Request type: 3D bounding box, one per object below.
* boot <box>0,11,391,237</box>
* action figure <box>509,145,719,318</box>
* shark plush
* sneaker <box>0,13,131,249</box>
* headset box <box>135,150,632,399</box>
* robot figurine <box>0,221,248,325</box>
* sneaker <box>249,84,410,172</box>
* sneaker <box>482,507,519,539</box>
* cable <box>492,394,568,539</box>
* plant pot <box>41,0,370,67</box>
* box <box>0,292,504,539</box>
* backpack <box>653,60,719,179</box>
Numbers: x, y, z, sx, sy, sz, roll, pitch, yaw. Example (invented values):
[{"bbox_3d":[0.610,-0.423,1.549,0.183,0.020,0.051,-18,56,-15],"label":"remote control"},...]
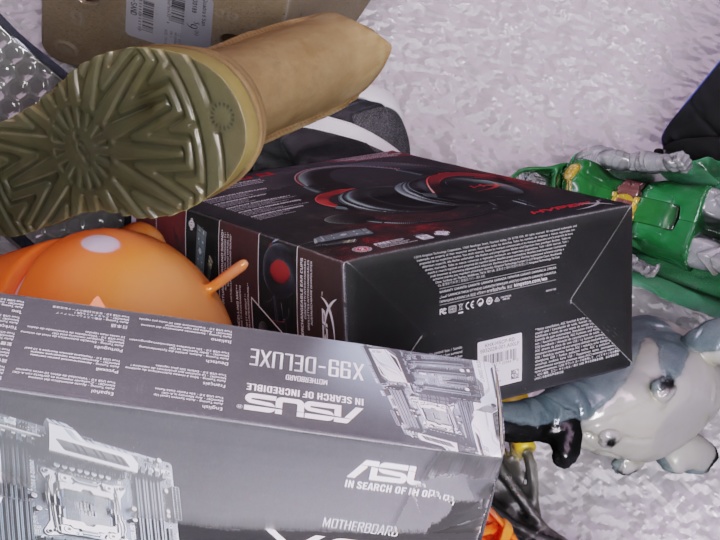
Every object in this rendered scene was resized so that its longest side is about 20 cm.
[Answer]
[{"bbox_3d":[-0.053,-0.080,0.724,0.200,0.175,0.066,-27,106,-47],"label":"boot"},{"bbox_3d":[0.167,-0.026,0.886,0.200,0.055,0.118,15,82,34],"label":"action figure"},{"bbox_3d":[0.115,0.066,0.803,0.083,0.091,0.200,32,38,32],"label":"shark plush"},{"bbox_3d":[-0.201,-0.082,0.839,0.077,0.146,0.202,-39,103,-21],"label":"sneaker"},{"bbox_3d":[0.000,0.000,0.733,0.149,0.075,0.200,-11,17,-31],"label":"headset box"},{"bbox_3d":[-0.133,0.047,0.680,0.144,0.200,0.117,-12,87,-57],"label":"robot figurine"},{"bbox_3d":[-0.061,-0.049,0.862,0.200,0.073,0.112,-1,51,-18],"label":"sneaker"},{"bbox_3d":[0.067,0.124,0.670,0.200,0.112,0.078,54,51,-6],"label":"sneaker"},{"bbox_3d":[0.071,0.110,0.774,0.097,0.050,0.200,-20,56,-28],"label":"cable"},{"bbox_3d":[-0.084,-0.203,0.922,0.200,0.200,0.177,20,57,1],"label":"plant pot"},{"bbox_3d":[-0.064,0.090,0.566,0.200,0.158,0.050,9,38,-5],"label":"box"},{"bbox_3d":[0.306,-0.057,0.919,0.168,0.163,0.200,-1,45,-44],"label":"backpack"}]
